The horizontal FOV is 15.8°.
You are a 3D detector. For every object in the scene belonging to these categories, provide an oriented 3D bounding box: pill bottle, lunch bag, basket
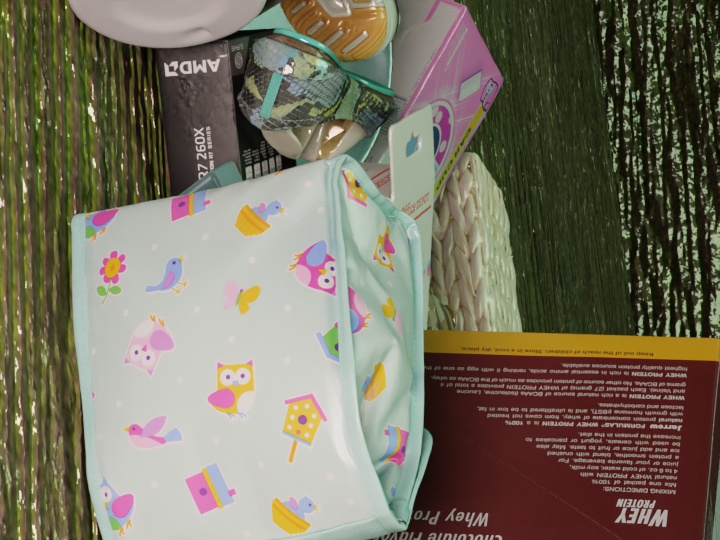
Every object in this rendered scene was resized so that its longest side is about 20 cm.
[{"bbox_3d":[-0.111,-0.237,1.468,0.113,0.113,0.200,56,27,-61],"label":"pill bottle"},{"bbox_3d":[-0.056,0.060,1.354,0.122,0.170,0.200,40,41,-59],"label":"lunch bag"},{"bbox_3d":[0.049,0.019,1.945,0.136,0.123,0.200,49,33,-68],"label":"basket"}]

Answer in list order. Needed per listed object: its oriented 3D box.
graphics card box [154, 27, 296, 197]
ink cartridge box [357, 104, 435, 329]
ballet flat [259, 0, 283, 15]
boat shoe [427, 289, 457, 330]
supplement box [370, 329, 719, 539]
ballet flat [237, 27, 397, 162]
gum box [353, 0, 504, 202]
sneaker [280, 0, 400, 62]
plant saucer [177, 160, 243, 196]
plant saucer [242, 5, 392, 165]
[{"bbox_3d":[-0.075,-0.045,1.576,0.125,0.051,0.200,-34,120,-73],"label":"graphics card box"},{"bbox_3d":[0.000,0.000,1.602,0.116,0.067,0.200,-38,132,-73],"label":"ink cartridge box"},{"bbox_3d":[-0.064,-0.179,1.515,0.067,0.200,0.064,44,43,-22],"label":"ballet flat"},{"bbox_3d":[0.035,0.066,1.722,0.063,0.073,0.200,20,47,-48],"label":"boat shoe"},{"bbox_3d":[0.109,0.152,1.519,0.200,0.197,0.133,-77,164,-46],"label":"supplement box"},{"bbox_3d":[-0.030,-0.099,1.565,0.200,0.074,0.074,18,63,-73],"label":"ballet flat"},{"bbox_3d":[0.016,-0.087,1.823,0.200,0.066,0.114,-60,154,-13],"label":"gum box"},{"bbox_3d":[-0.042,-0.220,1.640,0.200,0.076,0.088,63,17,1],"label":"sneaker"},{"bbox_3d":[-0.062,0.035,1.444,0.019,0.070,0.200,21,38,-58],"label":"plant saucer"},{"bbox_3d":[-0.055,-0.144,1.702,0.201,0.039,0.201,1,89,-51],"label":"plant saucer"}]
